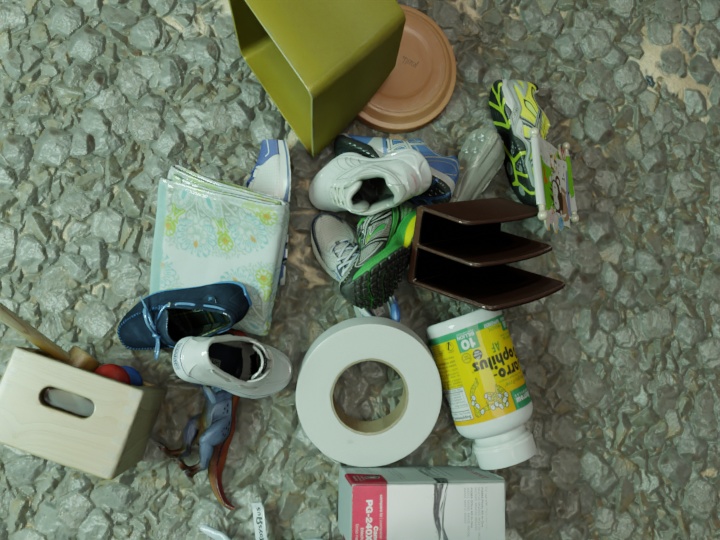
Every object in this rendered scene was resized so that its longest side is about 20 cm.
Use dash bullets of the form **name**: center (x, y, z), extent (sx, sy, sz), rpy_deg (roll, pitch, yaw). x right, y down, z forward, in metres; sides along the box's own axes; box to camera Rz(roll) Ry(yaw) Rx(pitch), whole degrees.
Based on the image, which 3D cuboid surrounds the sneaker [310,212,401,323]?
- **sneaker**: center (0.000, 0.000, 0.894), extent (0.076, 0.085, 0.202), rpy_deg (-34, 87, -12)

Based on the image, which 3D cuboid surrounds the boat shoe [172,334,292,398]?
- **boat shoe**: center (-0.142, 0.122, 0.806), extent (0.064, 0.198, 0.076), rpy_deg (-10, 76, 32)

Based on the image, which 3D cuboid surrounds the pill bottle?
- **pill bottle**: center (0.171, 0.160, 0.881), extent (0.110, 0.113, 0.205), rpy_deg (-16, 84, -10)

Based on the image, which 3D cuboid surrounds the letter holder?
- **letter holder**: center (0.180, -0.026, 0.838), extent (0.197, 0.140, 0.103), rpy_deg (-11, 114, -45)

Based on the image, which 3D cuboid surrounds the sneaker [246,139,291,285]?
- **sneaker**: center (-0.154, -0.084, 0.887), extent (0.112, 0.081, 0.205), rpy_deg (2, 83, -10)

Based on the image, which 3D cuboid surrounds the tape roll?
- **tape roll**: center (0.011, 0.164, 0.859), extent (0.197, 0.037, 0.209), rpy_deg (-1, 104, -3)

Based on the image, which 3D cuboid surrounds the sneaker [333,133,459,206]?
- **sneaker**: center (0.051, -0.153, 0.923), extent (0.196, 0.077, 0.078), rpy_deg (25, 55, 17)

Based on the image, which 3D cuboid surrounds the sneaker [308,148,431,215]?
- **sneaker**: center (-0.007, -0.112, 0.861), extent (0.099, 0.197, 0.079), rpy_deg (-42, 116, -45)

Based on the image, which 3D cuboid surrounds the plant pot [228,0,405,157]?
- **plant pot**: center (-0.050, -0.313, 0.866), extent (0.175, 0.200, 0.202), rpy_deg (-34, 82, -10)

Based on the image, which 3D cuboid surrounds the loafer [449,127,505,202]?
- **loafer**: center (0.152, -0.115, 0.940), extent (0.070, 0.069, 0.202), rpy_deg (41, 81, -36)

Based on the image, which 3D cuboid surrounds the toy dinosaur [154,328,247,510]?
- **toy dinosaur**: center (-0.194, 0.179, 0.864), extent (0.182, 0.104, 0.201), rpy_deg (-49, 124, -21)

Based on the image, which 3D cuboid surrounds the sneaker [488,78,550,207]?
- **sneaker**: center (0.255, -0.197, 0.967), extent (0.074, 0.075, 0.206), rpy_deg (-10, 84, -9)

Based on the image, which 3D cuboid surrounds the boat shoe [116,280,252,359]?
- **boat shoe**: center (-0.238, 0.061, 0.820), extent (0.196, 0.069, 0.085), rpy_deg (-22, 113, 20)

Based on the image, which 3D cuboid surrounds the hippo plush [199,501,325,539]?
- **hippo plush**: center (-0.095, 0.398, 0.775), extent (0.156, 0.161, 0.205), rpy_deg (-19, 89, -11)

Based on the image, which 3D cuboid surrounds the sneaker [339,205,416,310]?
- **sneaker**: center (0.022, -0.022, 0.837), extent (0.083, 0.080, 0.200), rpy_deg (21, 38, 17)

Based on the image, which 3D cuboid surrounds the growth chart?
- **growth chart**: center (0.281, -0.127, 0.925), extent (0.017, 0.198, 0.149), rpy_deg (-10, 85, 32)

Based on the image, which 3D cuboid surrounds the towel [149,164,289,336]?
- **towel**: center (-0.186, -0.021, 0.836), extent (0.167, 0.048, 0.204), rpy_deg (16, 116, 5)

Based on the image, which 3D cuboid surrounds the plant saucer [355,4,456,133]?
- **plant saucer**: center (0.053, -0.313, 0.977), extent (0.195, 0.032, 0.206), rpy_deg (1, 82, -9)

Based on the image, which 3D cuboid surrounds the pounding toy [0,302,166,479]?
- **pounding toy**: center (-0.351, 0.141, 0.772), extent (0.196, 0.184, 0.145), rpy_deg (20, 79, -4)

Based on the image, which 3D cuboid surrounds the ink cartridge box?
- **ink cartridge box**: center (0.074, 0.304, 0.828), extent (0.194, 0.145, 0.086), rpy_deg (2, 80, -8)
